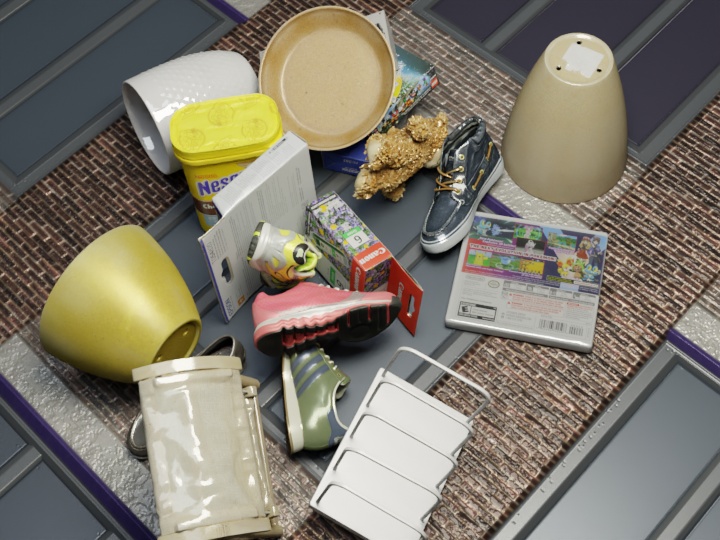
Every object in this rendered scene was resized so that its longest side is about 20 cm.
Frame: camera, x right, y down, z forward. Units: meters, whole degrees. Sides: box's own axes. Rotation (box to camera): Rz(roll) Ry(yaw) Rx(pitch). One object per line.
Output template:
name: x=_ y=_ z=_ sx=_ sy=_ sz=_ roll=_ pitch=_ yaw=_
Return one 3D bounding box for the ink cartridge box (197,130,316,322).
ink cartridge box: x=-0.139 y=-0.056 z=1.485 sx=0.040 sy=0.200 sz=0.200 roll=34 pitch=65 yaw=24

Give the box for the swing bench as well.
swing bench: x=-0.173 y=0.216 z=1.296 sx=0.128 sy=0.200 sz=0.201 roll=-11 pitch=74 yaw=-3

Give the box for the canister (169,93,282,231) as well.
canister: x=-0.172 y=-0.140 z=1.537 sx=0.147 sy=0.201 sz=0.087 roll=-10 pitch=58 yaw=-2

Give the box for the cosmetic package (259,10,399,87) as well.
cosmetic package: x=-0.048 y=-0.308 z=1.630 sx=0.198 sy=0.051 sz=0.083 roll=-17 pitch=52 yaw=10

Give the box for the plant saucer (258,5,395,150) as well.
plant saucer: x=-0.044 y=-0.268 z=1.570 sx=0.198 sy=0.035 sz=0.203 roll=0 pitch=88 yaw=12

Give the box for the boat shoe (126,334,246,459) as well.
boat shoe: x=-0.230 y=0.157 z=1.445 sx=0.067 sy=0.057 sz=0.200 roll=37 pitch=68 yaw=23

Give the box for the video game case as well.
video game case: x=0.229 y=0.012 z=1.524 sx=0.197 sy=0.023 sz=0.184 roll=10 pitch=60 yaw=11

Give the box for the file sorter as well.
file sorter: x=0.050 y=0.217 z=1.333 sx=0.138 sy=0.125 sz=0.201 roll=29 pitch=64 yaw=1

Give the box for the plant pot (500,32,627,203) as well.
plant pot: x=0.296 y=-0.230 z=1.562 sx=0.185 sy=0.201 sz=0.189 roll=-1 pitch=58 yaw=2

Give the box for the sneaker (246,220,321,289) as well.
sneaker: x=-0.090 y=-0.008 z=1.462 sx=0.076 sy=0.200 sz=0.076 roll=18 pitch=87 yaw=12

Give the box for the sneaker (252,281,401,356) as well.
sneaker: x=-0.046 y=0.043 z=1.426 sx=0.198 sy=0.074 sz=0.087 roll=-10 pitch=54 yaw=-14

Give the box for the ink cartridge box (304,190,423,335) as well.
ink cartridge box: x=0.000 y=0.000 z=1.492 sx=0.050 sy=0.110 sz=0.200 roll=-29 pitch=61 yaw=-24

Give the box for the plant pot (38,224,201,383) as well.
plant pot: x=-0.288 y=0.065 z=1.427 sx=0.141 sy=0.201 sz=0.200 roll=34 pitch=66 yaw=16

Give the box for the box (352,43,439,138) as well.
box: x=0.002 y=-0.285 z=1.652 sx=0.136 sy=0.038 sz=0.200 roll=-43 pitch=53 yaw=-12

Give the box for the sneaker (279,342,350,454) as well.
sneaker: x=-0.058 y=0.140 z=1.444 sx=0.089 sy=0.067 sz=0.202 roll=-3 pitch=59 yaw=-7

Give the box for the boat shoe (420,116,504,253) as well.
boat shoe: x=0.129 y=-0.122 z=1.562 sx=0.070 sy=0.091 sz=0.201 roll=6 pitch=51 yaw=39

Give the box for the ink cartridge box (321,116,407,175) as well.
ink cartridge box: x=0.019 y=-0.233 z=1.672 sx=0.093 sy=0.044 sz=0.202 roll=14 pitch=61 yaw=14

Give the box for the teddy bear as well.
teddy bear: x=0.063 y=-0.157 z=1.561 sx=0.066 sy=0.199 sz=0.146 roll=32 pitch=109 yaw=21

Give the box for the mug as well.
mug: x=-0.251 y=-0.252 z=1.657 sx=0.174 sy=0.149 sz=0.200 roll=-29 pitch=30 yaw=-19
